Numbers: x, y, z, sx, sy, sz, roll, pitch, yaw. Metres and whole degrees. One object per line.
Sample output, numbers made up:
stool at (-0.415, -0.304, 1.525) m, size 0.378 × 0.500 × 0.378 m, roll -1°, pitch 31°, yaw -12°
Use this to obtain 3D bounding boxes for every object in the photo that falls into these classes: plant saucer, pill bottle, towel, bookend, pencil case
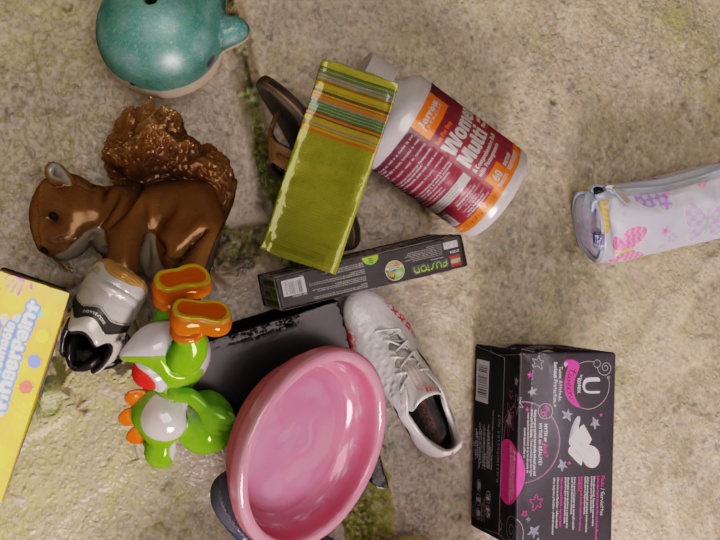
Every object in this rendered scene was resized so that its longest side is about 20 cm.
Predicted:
plant saucer at (-0.057, 0.164, 1.302) m, size 0.200 × 0.051 × 0.202 m, roll -24°, pitch 123°, yaw -43°
pill bottle at (0.067, -0.133, 1.433) m, size 0.199 × 0.110 × 0.110 m, roll 34°, pitch 83°, yaw -12°
towel at (-0.031, -0.103, 1.355) m, size 0.085 × 0.018 × 0.202 m, roll 17°, pitch 87°, yaw 16°
bookend at (-0.096, 0.150, 1.407) m, size 0.197 × 0.092 × 0.202 m, roll -17°, pitch 96°, yaw -11°
pencil case at (0.332, -0.068, 1.511) m, size 0.198 × 0.083 × 0.092 m, roll -10°, pitch 115°, yaw -14°

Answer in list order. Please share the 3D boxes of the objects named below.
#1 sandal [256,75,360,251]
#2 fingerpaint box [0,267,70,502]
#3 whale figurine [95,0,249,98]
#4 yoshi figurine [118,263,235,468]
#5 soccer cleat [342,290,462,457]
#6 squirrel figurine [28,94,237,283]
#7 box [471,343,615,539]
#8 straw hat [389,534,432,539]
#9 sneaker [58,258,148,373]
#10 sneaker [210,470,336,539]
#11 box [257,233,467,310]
sandal at (-0.063, -0.105, 1.421) m, size 0.054 × 0.082 × 0.201 m, roll -27°, pitch 104°, yaw -18°
fingerpaint box at (-0.340, 0.104, 1.310) m, size 0.073 × 0.167 × 0.202 m, roll 18°, pitch 86°, yaw -13°
whale figurine at (-0.182, -0.273, 1.368) m, size 0.158 × 0.104 × 0.201 m, roll 26°, pitch 73°, yaw 12°
yoshi figurine at (-0.154, 0.100, 1.286) m, size 0.111 × 0.112 × 0.201 m, roll 23°, pitch 124°, yaw 14°
soccer cleat at (0.047, 0.109, 1.444) m, size 0.068 × 0.085 × 0.201 m, roll -30°, pitch 98°, yaw -11°
squirrel figurine at (-0.227, -0.066, 1.369) m, size 0.185 × 0.142 × 0.202 m, roll 19°, pitch 72°, yaw -3°
box at (0.193, 0.181, 1.457) m, size 0.114 × 0.132 × 0.202 m, roll 2°, pitch 91°, yaw -17°
straw hat at (0.051, 0.327, 1.445) m, size 0.199 × 0.202 × 0.086 m, roll 0°, pitch 50°, yaw -13°
sneaker at (-0.258, 0.062, 1.311) m, size 0.075 × 0.200 × 0.088 m, roll 28°, pitch 64°, yaw 1°
sneaker at (-0.099, 0.270, 1.384) m, size 0.200 × 0.082 × 0.071 m, roll 48°, pitch 46°, yaw -32°
box at (0.000, 0.000, 1.419) m, size 0.198 × 0.110 × 0.035 m, roll -13°, pitch 94°, yaw -12°
